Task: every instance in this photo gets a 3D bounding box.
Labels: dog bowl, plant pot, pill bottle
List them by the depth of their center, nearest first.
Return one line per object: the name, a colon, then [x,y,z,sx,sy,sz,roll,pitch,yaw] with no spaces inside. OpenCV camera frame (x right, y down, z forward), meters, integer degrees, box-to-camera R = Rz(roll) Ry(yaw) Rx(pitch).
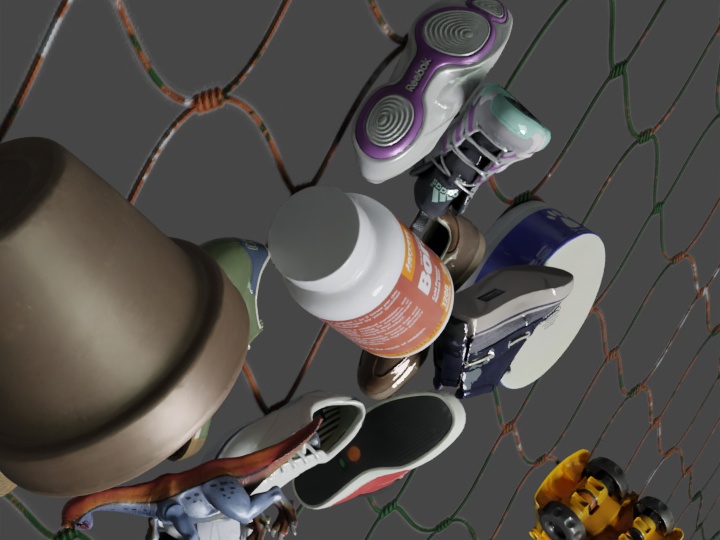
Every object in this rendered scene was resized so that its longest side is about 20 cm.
plant pot: [-0.194,0.013,0.895,0.200,0.200,0.175,-45,129,-21]
pill bottle: [0.000,0.000,1.221,0.112,0.112,0.200,-56,151,-3]
dog bowl: [0.184,0.028,1.559,0.200,0.079,0.201,-38,145,-33]

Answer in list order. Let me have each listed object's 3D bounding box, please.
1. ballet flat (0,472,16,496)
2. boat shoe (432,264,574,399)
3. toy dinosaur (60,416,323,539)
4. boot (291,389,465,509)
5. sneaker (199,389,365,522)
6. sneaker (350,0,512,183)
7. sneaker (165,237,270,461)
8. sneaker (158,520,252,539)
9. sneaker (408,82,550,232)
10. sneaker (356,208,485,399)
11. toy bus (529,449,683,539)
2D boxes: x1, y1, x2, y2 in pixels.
ballet flat: [-0.213,0.086,1.022,0.200,0.068,0.072,-37,167,-24]
boat shoe: [0.139,0.059,1.394,0.200,0.075,0.093,-18,120,-43]
toy dinosaur: [-0.152,0.189,1.176,0.181,0.105,0.201,26,69,-26]
boot: [0.042,0.180,1.440,0.200,0.073,0.144,-32,161,25]
sneaker: [-0.072,0.162,1.288,0.200,0.071,0.073,-37,106,-45]
sneaker: [0.056,-0.159,1.221,0.200,0.075,0.100,-49,169,-16]
sneaker: [-0.116,0.061,1.147,0.090,0.067,0.201,-20,131,-42]
sneaker: [-0.149,0.301,1.285,0.115,0.075,0.201,-2,96,-50]
sneaker: [0.094,-0.091,1.258,0.140,0.078,0.200,-49,-179,0]
sneaker: [0.043,0.028,1.379,0.075,0.070,0.200,36,83,-42]
toy bus: [0.345,0.393,2.037,0.136,0.200,0.192,-37,152,-31]
